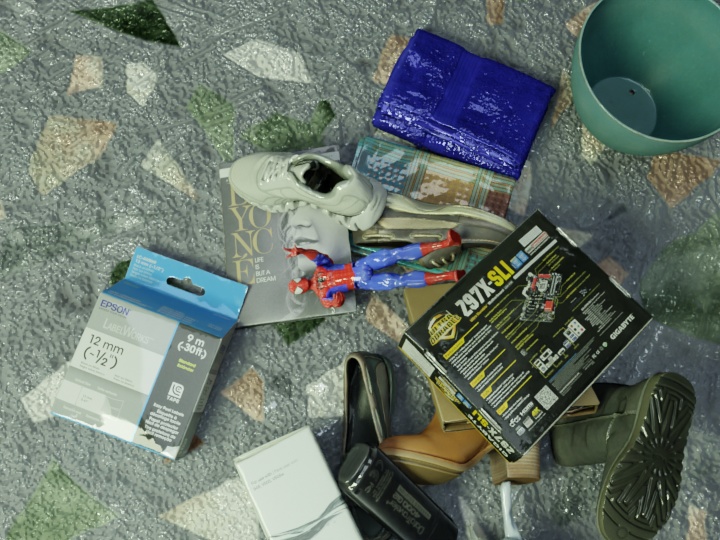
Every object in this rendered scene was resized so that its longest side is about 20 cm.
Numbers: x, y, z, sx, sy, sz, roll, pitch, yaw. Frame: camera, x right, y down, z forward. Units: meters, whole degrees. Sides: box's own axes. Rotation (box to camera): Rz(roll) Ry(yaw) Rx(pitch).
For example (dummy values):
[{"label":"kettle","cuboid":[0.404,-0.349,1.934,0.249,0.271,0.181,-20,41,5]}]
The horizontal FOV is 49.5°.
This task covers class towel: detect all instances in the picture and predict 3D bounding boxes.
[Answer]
[{"label":"towel","cuboid":[0.072,-0.072,0.925,0.198,0.022,0.148,16,75,8]},{"label":"towel","cuboid":[0.129,-0.206,0.962,0.198,0.050,0.149,24,76,2]}]

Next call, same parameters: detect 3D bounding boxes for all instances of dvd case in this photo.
[{"label":"dvd case","cuboid":[-0.086,-0.040,0.908,0.147,0.016,0.202,-8,76,5]}]

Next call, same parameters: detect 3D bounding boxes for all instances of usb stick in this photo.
[{"label":"usb stick","cuboid":[0.042,0.238,0.784,0.032,0.200,0.056,16,63,46]}]

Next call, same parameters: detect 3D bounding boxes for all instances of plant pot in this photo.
[{"label":"plant pot","cuboid":[0.336,-0.219,0.936,0.197,0.135,0.203,1,75,-4]}]

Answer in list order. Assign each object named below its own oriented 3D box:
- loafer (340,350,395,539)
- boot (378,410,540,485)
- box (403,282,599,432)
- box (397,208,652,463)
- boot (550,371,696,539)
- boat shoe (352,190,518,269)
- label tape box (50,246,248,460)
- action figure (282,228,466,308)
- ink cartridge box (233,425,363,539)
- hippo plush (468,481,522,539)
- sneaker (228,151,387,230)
[{"label":"loafer","cuboid":[0.003,0.186,0.835,0.071,0.063,0.202,-12,70,26]},{"label":"boot","cuboid":[0.103,0.145,0.836,0.198,0.077,0.157,5,63,-17]},{"label":"box","cuboid":[0.144,0.082,0.845,0.161,0.021,0.201,-6,40,-6]},{"label":"box","cuboid":[0.162,0.060,0.768,0.200,0.049,0.160,-41,75,-18]},{"label":"boot","cuboid":[0.242,0.185,0.790,0.072,0.200,0.183,35,70,-7]},{"label":"boat shoe","cuboid":[0.083,-0.036,0.874,0.198,0.074,0.074,12,85,15]},{"label":"label tape box","cuboid":[-0.224,0.084,0.846,0.142,0.066,0.202,20,81,2]},{"label":"action figure","cuboid":[0.000,0.000,0.816,0.198,0.099,0.066,-12,81,25]},{"label":"ink cartridge box","cuboid":[-0.046,0.263,0.777,0.082,0.147,0.202,-25,79,-10]},{"label":"hippo plush","cuboid":[0.189,0.361,0.794,0.159,0.160,0.201,21,31,-16]},{"label":"sneaker","cuboid":[-0.069,-0.102,0.858,0.198,0.081,0.076,12,78,28]}]
